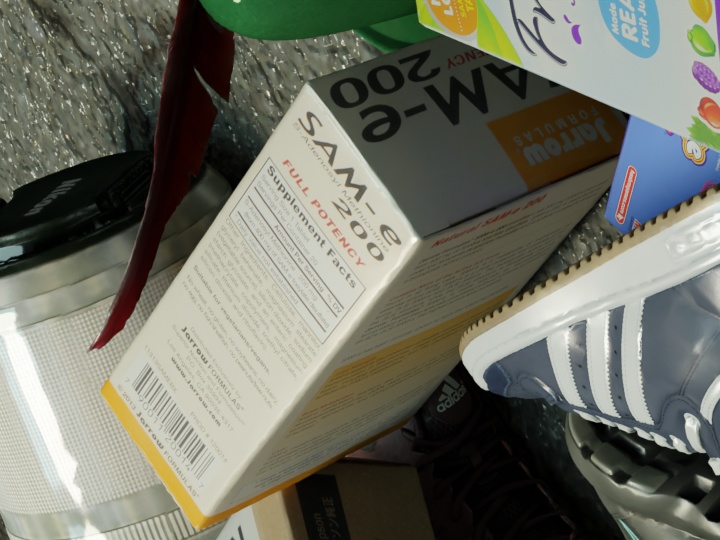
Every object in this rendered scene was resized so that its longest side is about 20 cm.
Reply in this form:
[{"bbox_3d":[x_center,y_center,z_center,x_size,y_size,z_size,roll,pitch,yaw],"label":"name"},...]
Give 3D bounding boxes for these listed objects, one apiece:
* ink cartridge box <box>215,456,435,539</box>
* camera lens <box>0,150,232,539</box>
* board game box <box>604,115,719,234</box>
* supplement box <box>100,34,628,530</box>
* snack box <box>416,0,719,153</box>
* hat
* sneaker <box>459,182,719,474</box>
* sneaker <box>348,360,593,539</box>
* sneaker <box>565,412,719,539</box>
[{"bbox_3d":[-0.029,0.201,1.036,0.200,0.075,0.165,-59,36,39],"label":"ink cartridge box"},{"bbox_3d":[-0.109,0.056,1.186,0.160,0.159,0.201,4,119,58],"label":"camera lens"},{"bbox_3d":[0.152,-0.050,0.777,0.135,0.045,0.201,46,149,27],"label":"board game box"},{"bbox_3d":[0.000,0.000,0.944,0.074,0.126,0.200,53,136,15],"label":"supplement box"},{"bbox_3d":[0.086,-0.115,0.722,0.200,0.053,0.143,30,138,46],"label":"snack box"},{"bbox_3d":[-0.060,-0.118,0.926,0.201,0.175,0.166,58,152,7],"label":"hat"},{"bbox_3d":[0.108,0.039,0.808,0.109,0.070,0.200,62,149,3],"label":"sneaker"},{"bbox_3d":[0.047,0.092,1.053,0.200,0.075,0.116,29,136,46],"label":"sneaker"},{"bbox_3d":[0.156,0.107,0.905,0.200,0.075,0.080,43,162,42],"label":"sneaker"}]
